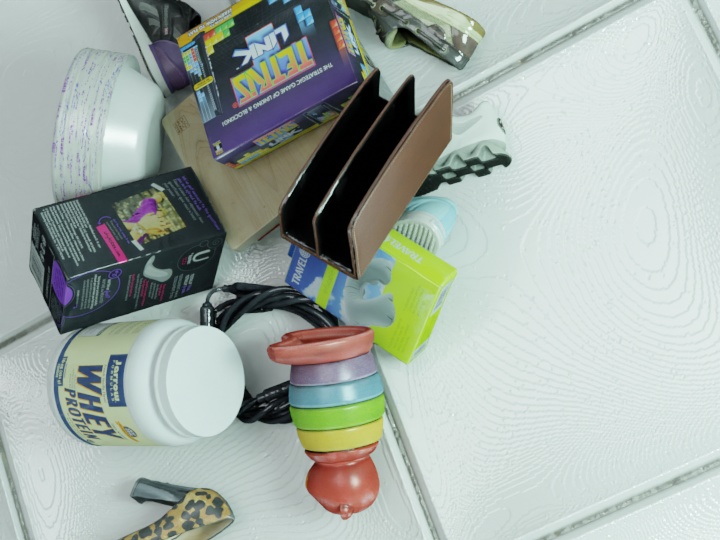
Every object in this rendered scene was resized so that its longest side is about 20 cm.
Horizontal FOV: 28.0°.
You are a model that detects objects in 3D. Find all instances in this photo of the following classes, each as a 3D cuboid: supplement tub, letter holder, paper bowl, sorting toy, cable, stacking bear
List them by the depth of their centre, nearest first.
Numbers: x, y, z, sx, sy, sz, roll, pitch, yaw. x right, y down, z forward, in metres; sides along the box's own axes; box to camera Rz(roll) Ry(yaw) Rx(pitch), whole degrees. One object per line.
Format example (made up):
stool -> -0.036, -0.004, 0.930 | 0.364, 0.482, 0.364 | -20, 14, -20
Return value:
letter holder -> 0.006, -0.117, 1.511 | 0.100, 0.142, 0.201 | 29, 71, 13
stacking bear -> -0.027, 0.169, 1.582 | 0.113, 0.121, 0.201 | -6, 95, 10
supplement tub -> -0.245, 0.129, 1.652 | 0.199, 0.145, 0.146 | -6, 76, 39
cable -> -0.107, 0.098, 1.675 | 0.199, 0.051, 0.164 | 8, 82, 24
sorting toy -> -0.106, -0.154, 1.715 | 0.198, 0.070, 0.201 | -37, 67, 14
paper bowl -> -0.296, -0.161, 1.733 | 0.104, 0.201, 0.202 | 9, 82, 3

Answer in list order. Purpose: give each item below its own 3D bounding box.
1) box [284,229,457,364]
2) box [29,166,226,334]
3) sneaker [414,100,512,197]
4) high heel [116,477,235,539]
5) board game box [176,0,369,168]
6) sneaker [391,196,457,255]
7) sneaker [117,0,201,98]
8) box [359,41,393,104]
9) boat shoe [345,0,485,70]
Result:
box -> 0.000, 0.000, 1.605 | 0.199, 0.048, 0.122 | 33, 129, 16
box -> -0.272, -0.024, 1.677 | 0.199, 0.122, 0.106 | -17, 62, -26
sneaker -> 0.069, -0.137, 1.642 | 0.199, 0.074, 0.089 | -15, 71, 11
high heel -> -0.226, 0.343, 1.660 | 0.142, 0.071, 0.201 | 6, 73, 30
board game box -> -0.099, -0.235, 1.653 | 0.199, 0.057, 0.166 | -26, 70, 21
sneaker -> 0.027, -0.045, 1.650 | 0.199, 0.082, 0.074 | -1, 120, 37
sneaker -> -0.247, -0.317, 1.824 | 0.087, 0.076, 0.201 | -26, 73, 1
box -> -0.018, -0.240, 1.692 | 0.049, 0.082, 0.201 | -36, 67, 13
boat shoe -> 0.046, -0.290, 1.681 | 0.200, 0.072, 0.066 | 24, 84, 21
